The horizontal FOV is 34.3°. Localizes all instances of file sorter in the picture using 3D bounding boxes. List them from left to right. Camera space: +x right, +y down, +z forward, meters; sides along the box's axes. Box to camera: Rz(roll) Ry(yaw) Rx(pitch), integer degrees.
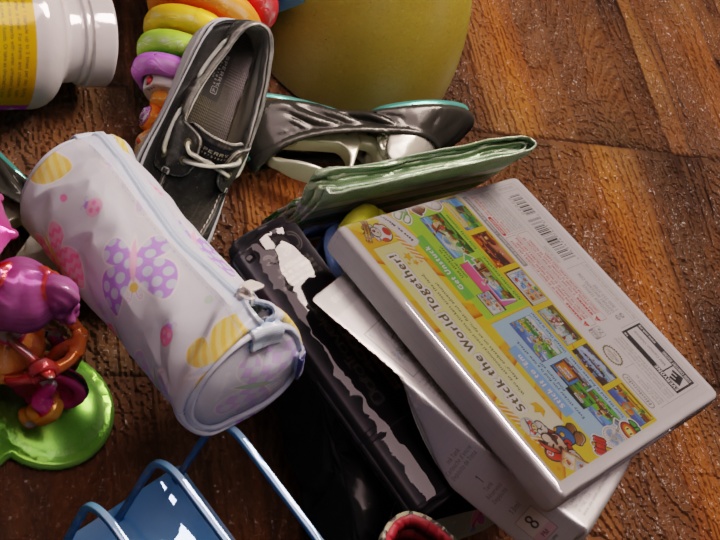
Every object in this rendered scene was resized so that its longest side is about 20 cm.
[{"bbox_3d":[-0.125,0.196,0.650,0.200,0.123,0.139,-31,77,-37],"label":"file sorter"}]

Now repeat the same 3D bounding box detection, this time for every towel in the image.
[{"bbox_3d":[0.014,-0.054,0.816,0.152,0.200,0.023,-13,85,-17],"label":"towel"}]

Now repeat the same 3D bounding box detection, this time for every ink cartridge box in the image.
[{"bbox_3d":[0.079,0.062,0.716,0.200,0.057,0.162,36,38,12],"label":"ink cartridge box"}]

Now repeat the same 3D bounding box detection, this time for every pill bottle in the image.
[{"bbox_3d":[-0.277,-0.164,0.819,0.199,0.104,0.105,-6,63,-29],"label":"pill bottle"}]

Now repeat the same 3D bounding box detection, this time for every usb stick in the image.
[{"bbox_3d":[-0.007,0.057,0.696,0.055,0.033,0.200,-30,79,-34],"label":"usb stick"}]

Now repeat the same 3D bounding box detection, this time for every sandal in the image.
[{"bbox_3d":[0.000,0.000,0.827,0.200,0.087,0.080,25,50,-68],"label":"sandal"}]

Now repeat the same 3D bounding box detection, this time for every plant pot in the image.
[{"bbox_3d":[0.016,-0.246,0.991,0.199,0.142,0.201,12,55,-18],"label":"plant pot"}]

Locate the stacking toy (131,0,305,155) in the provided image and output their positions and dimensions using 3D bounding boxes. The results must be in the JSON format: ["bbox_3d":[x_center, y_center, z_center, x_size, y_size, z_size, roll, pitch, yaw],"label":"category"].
[{"bbox_3d":[-0.134,-0.162,0.900,0.110,0.116,0.201,33,65,-36],"label":"stacking toy"}]

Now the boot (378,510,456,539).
[{"bbox_3d":[0.019,0.251,0.636,0.073,0.154,0.204,7,42,-17],"label":"boot"}]

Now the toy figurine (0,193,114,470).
[{"bbox_3d":[-0.221,0.033,0.669,0.199,0.184,0.151,16,54,-17],"label":"toy figurine"}]

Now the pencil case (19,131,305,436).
[{"bbox_3d":[-0.120,0.004,0.683,0.083,0.091,0.200,-26,55,-31],"label":"pencil case"}]

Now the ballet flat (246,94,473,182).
[{"bbox_3d":[-0.002,-0.097,0.931,0.199,0.068,0.069,-1,68,-15],"label":"ballet flat"}]

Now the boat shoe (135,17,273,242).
[{"bbox_3d":[-0.115,-0.090,0.826,0.072,0.071,0.201,17,83,-28],"label":"boat shoe"}]

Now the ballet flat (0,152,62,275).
[{"bbox_3d":[-0.228,-0.030,0.787,0.200,0.068,0.068,31,61,3],"label":"ballet flat"}]

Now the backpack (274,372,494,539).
[{"bbox_3d":[0.050,0.107,0.791,0.199,0.127,0.167,-7,75,-30],"label":"backpack"}]

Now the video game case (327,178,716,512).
[{"bbox_3d":[0.102,0.033,0.709,0.182,0.023,0.200,-18,61,-45],"label":"video game case"}]
